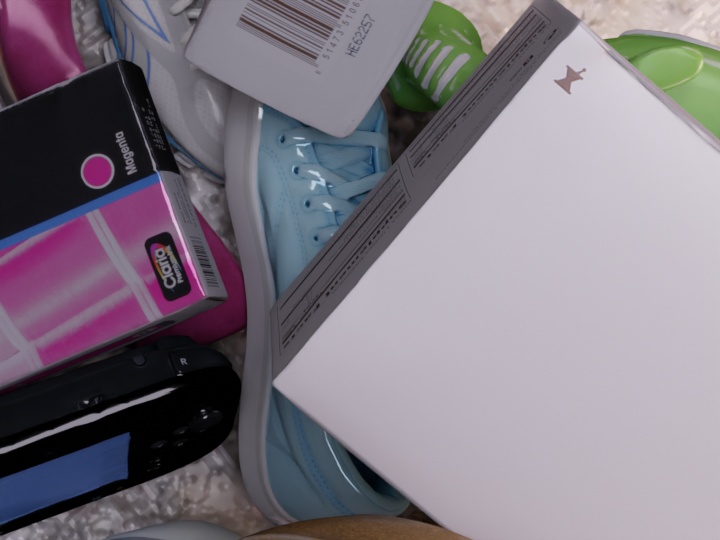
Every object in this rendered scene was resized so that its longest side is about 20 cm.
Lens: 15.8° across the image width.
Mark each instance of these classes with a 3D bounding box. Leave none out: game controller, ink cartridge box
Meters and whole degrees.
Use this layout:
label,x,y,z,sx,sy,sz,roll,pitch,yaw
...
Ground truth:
label,x,y,z,sx,sy,sz,roll,pitch,yaw
game controller,-0.139,0.079,0.957,0.199,0.104,0.042,-19,64,-13
ink cartridge box,-0.156,0.005,0.958,0.199,0.037,0.095,-23,83,12

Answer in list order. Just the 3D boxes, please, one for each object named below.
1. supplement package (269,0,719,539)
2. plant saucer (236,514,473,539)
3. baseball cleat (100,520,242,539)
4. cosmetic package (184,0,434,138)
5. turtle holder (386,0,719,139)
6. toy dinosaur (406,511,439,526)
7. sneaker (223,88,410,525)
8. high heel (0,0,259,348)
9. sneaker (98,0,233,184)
label,x,y,z,sx,sy,sz,roll,pitch,yaw
supplement package,0.091,0.031,0.888,0.200,0.111,0.156,40,97,-8
plant saucer,0.041,0.142,0.879,0.200,0.200,0.035,39,62,-5
baseball cleat,-0.125,0.140,0.950,0.199,0.106,0.070,-20,102,-11
cosmetic package,0.004,-0.154,0.972,0.074,0.102,0.200,27,44,-7
turtle holder,0.093,-0.025,1.000,0.185,0.132,0.142,6,101,-3
toy dinosaur,0.074,0.135,1.007,0.135,0.086,0.201,4,78,-11
sneaker,0.000,0.000,0.980,0.074,0.082,0.201,-6,95,-39
high heel,-0.094,-0.068,1.005,0.096,0.067,0.201,-6,97,-8
sneaker,-0.073,-0.120,1.006,0.075,0.087,0.200,-32,92,-16
